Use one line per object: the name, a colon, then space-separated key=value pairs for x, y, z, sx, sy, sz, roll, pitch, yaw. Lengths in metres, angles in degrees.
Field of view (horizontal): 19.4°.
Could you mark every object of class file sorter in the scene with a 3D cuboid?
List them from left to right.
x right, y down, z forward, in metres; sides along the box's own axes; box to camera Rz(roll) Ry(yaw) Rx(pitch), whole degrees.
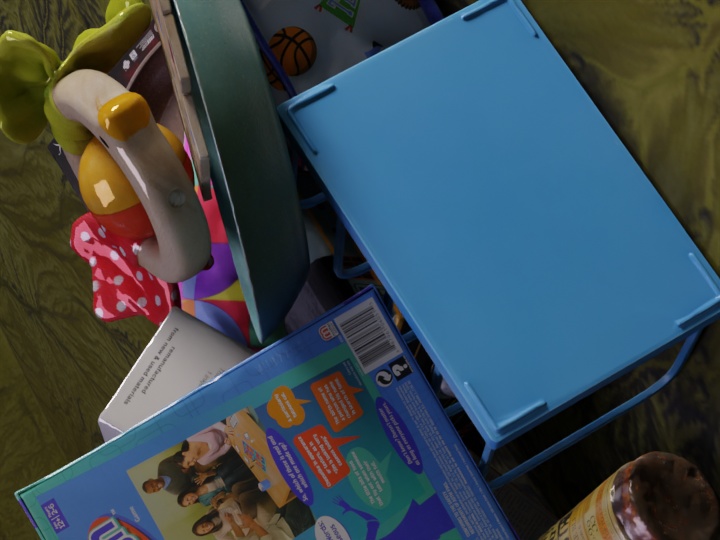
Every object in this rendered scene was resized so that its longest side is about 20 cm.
file sorter: x=0.066 y=-0.009 z=1.063 sx=0.201 sy=0.138 sz=0.123 roll=57 pitch=166 yaw=19

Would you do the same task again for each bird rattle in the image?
bird rattle: x=-0.137 y=-0.047 z=1.173 sx=0.163 sy=0.112 sz=0.201 roll=29 pitch=139 yaw=60

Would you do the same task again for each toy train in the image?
toy train: x=0.000 y=0.000 z=1.202 sx=0.086 sy=0.113 sz=0.200 roll=-66 pitch=35 yaw=29

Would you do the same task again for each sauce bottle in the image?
sauce bottle: x=0.122 y=0.172 z=1.170 sx=0.066 sy=0.066 sz=0.200 roll=57 pitch=138 yaw=18

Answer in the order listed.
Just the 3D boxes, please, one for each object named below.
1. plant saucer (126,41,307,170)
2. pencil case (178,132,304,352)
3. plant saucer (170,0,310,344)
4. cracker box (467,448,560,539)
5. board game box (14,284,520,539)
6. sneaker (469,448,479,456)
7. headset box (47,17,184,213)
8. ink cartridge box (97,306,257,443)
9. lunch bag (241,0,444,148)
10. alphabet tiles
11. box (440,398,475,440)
plant saucer: x=-0.077 y=-0.070 z=1.371 sx=0.034 sy=0.200 sz=0.201 roll=6 pitch=-135 yaw=-58
pencil case: x=-0.078 y=-0.044 z=1.303 sx=0.088 sy=0.088 sz=0.202 roll=165 pitch=106 yaw=-72
plant saucer: x=-0.060 y=-0.064 z=1.062 sx=0.200 sy=0.036 sz=0.201 roll=164 pitch=90 yaw=-85
cracker box: x=0.063 y=0.189 z=1.299 sx=0.200 sy=0.058 sz=0.134 roll=38 pitch=132 yaw=5
board game box: x=-0.043 y=0.122 z=1.013 sx=0.153 sy=0.199 sz=0.045 roll=60 pitch=169 yaw=2
sneaker: x=0.020 y=0.080 z=1.434 sx=0.146 sy=0.077 sz=0.203 roll=38 pitch=143 yaw=36
headset box: x=-0.107 y=-0.059 z=1.457 sx=0.149 sy=0.075 sz=0.200 roll=-45 pitch=65 yaw=25
ink cartridge box: x=-0.039 y=0.125 z=1.191 sx=0.199 sy=0.085 sz=0.146 roll=29 pitch=159 yaw=11
lunch bag: x=-0.051 y=-0.174 z=1.180 sx=0.201 sy=0.124 sz=0.170 roll=58 pitch=164 yaw=-11
alphabet tiles: x=-0.102 y=-0.129 z=1.092 sx=0.200 sy=0.007 sz=0.168 roll=128 pitch=127 yaw=-83
box: x=0.012 y=0.065 z=1.344 sx=0.137 sy=0.038 sz=0.200 roll=57 pitch=135 yaw=17
